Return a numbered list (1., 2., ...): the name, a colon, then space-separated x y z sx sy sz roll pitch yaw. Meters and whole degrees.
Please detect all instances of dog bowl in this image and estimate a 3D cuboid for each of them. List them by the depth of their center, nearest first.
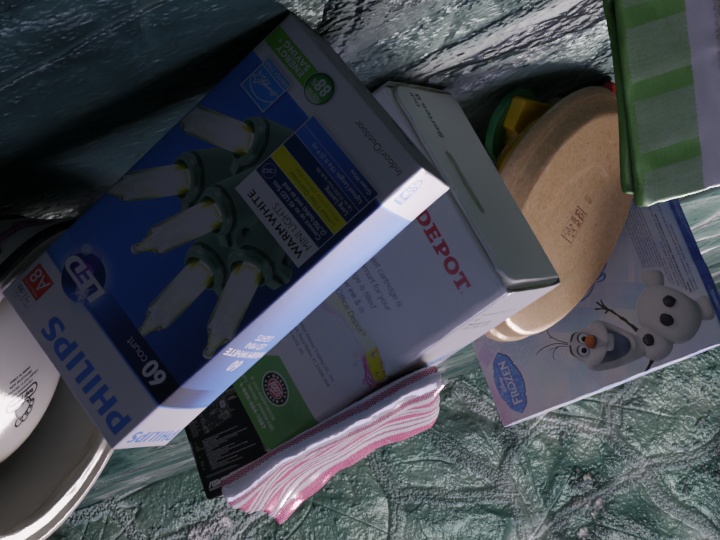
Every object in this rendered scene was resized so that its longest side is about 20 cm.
1. dog bowl: -0.202 0.058 0.700 0.074 0.201 0.200 17 -179 18

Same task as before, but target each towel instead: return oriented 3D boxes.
1. towel: 0.226 -0.129 0.684 0.199 0.150 0.031 -16 -161 -14
2. towel: -0.010 0.116 0.804 0.146 0.030 0.200 -30 169 -4

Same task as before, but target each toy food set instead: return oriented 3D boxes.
1. toy food set: 0.135 -0.042 0.886 0.200 0.049 0.199 2 112 -54

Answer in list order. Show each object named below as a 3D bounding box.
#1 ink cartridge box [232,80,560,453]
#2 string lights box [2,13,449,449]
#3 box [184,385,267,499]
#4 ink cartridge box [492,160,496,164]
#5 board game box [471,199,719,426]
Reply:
1. ink cartridge box: 0.000 0.000 0.774 0.200 0.146 0.087 -37 164 29
2. string lights box: -0.066 -0.015 0.611 0.200 0.103 0.059 -42 165 9
3. box: -0.091 0.125 1.266 0.199 0.161 0.043 -25 167 21
4. ink cartridge box: 0.014 -0.015 0.969 0.200 0.083 0.146 -27 167 33
5. board game box: 0.171 -0.001 1.012 0.199 0.201 0.043 -25 169 27
